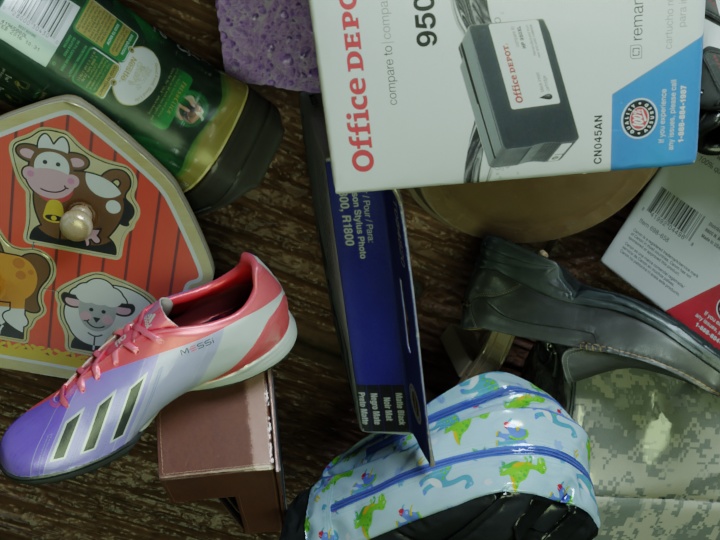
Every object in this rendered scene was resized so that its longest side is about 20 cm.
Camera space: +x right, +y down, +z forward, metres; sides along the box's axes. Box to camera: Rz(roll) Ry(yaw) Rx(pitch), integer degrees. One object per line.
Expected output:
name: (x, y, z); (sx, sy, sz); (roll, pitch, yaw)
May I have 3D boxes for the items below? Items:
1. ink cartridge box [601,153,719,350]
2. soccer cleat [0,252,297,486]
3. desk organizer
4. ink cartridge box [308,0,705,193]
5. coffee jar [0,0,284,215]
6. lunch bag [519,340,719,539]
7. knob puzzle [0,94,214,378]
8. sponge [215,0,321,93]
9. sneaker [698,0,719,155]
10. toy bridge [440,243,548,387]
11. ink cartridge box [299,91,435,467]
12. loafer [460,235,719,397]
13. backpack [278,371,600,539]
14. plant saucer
ink cartridge box: (0.291, -0.047, 0.820); (0.084, 0.144, 0.201); (9, 117, -47)
soccer cleat: (-0.135, 0.057, 0.704); (0.199, 0.068, 0.073); (-28, 135, -12)
desk organizer: (-0.094, 0.136, 0.821); (0.077, 0.072, 0.200); (-5, 156, -4)
ink cartridge box: (0.075, -0.128, 0.618); (0.199, 0.084, 0.145); (-5, 122, 4)
coffee jar: (-0.150, -0.114, 0.736); (0.200, 0.104, 0.086); (33, 72, -22)
lunch bag: (0.215, 0.126, 0.897); (0.199, 0.139, 0.169); (6, 114, -14)
knob puzzle: (-0.189, -0.012, 0.717); (0.218, 0.031, 0.221); (1, 121, 1)
sponge: (0.004, -0.155, 0.712); (0.199, 0.030, 0.112); (11, 135, 13)
sneaker: (0.240, -0.133, 0.759); (0.098, 0.201, 0.071); (-33, 150, 2)
toy bridge: (0.083, 0.066, 0.885); (0.027, 0.067, 0.200); (28, 107, -21)
ink cartridge box: (0.000, 0.000, 0.766); (0.040, 0.200, 0.201); (-10, 115, -6)
loafer: (0.162, 0.046, 0.803); (0.073, 0.199, 0.073); (19, 97, -63)
backpack: (0.068, 0.161, 0.796); (0.163, 0.154, 0.200); (31, 145, -26)
plant saucer: (0.121, -0.086, 0.800); (0.199, 0.030, 0.201); (-3, 138, -2)
